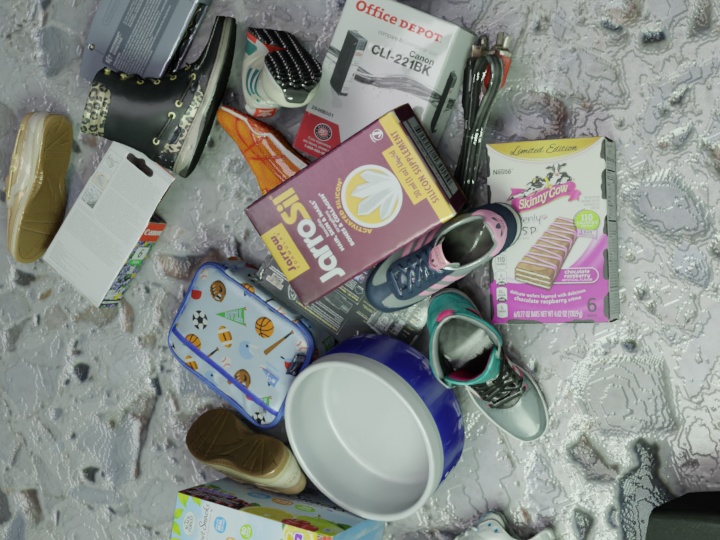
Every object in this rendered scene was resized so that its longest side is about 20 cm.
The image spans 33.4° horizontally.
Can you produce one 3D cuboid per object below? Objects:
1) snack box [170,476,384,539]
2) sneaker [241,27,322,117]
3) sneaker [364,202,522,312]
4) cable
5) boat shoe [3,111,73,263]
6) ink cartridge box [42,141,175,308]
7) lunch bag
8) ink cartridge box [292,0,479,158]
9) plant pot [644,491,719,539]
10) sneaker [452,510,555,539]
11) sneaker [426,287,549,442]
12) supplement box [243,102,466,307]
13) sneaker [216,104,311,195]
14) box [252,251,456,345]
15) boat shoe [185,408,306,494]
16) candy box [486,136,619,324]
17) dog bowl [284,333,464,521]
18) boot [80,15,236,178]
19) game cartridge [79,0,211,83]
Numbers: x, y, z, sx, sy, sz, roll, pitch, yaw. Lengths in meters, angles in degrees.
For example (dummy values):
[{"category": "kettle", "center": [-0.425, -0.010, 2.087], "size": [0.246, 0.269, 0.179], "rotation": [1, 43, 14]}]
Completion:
[{"category": "snack box", "center": [-0.093, 0.297, 1.393], "size": [0.198, 0.168, 0.068], "rotation": [12, 94, 23]}, {"category": "sneaker", "center": [-0.097, -0.213, 1.400], "size": [0.070, 0.200, 0.094], "rotation": [3, 118, -20]}, {"category": "sneaker", "center": [0.078, -0.013, 1.303], "size": [0.199, 0.082, 0.071], "rotation": [-33, 85, 22]}, {"category": "cable", "center": [0.140, -0.166, 1.342], "size": [0.050, 0.097, 0.202], "rotation": [1, 98, -15]}, {"category": "boat shoe", "center": [-0.433, -0.112, 1.583], "size": [0.069, 0.073, 0.202], "rotation": [19, 97, 32]}, {"category": "ink cartridge box", "center": [-0.313, -0.063, 1.541], "size": [0.109, 0.050, 0.201], "rotation": [38, 103, 17]}, {"category": "lunch bag", "center": [-0.134, 0.092, 1.453], "size": [0.199, 0.075, 0.161], "rotation": [38, 113, 19]}, {"category": "ink cartridge box", "center": [0.029, -0.207, 1.382], "size": [0.143, 0.084, 0.202], "rotation": [25, 99, 19]}, {"category": "plant pot", "center": [0.381, 0.317, 1.199], "size": [0.176, 0.199, 0.202], "rotation": [12, 96, 32]}, {"category": "sneaker", "center": [0.131, 0.316, 1.363], "size": [0.198, 0.075, 0.088], "rotation": [0, 83, 14]}, {"category": "sneaker", "center": [0.139, 0.114, 1.306], "size": [0.083, 0.121, 0.201], "rotation": [-37, 93, 12]}, {"category": "supplement box", "center": [-0.004, -0.073, 1.298], "size": [0.199, 0.103, 0.131], "rotation": [-32, 94, 17]}, {"category": "sneaker", "center": [-0.108, -0.126, 1.444], "size": [0.200, 0.073, 0.077], "rotation": [43, 102, 16]}, {"category": "box", "center": [0.000, 0.000, 1.391], "size": [0.199, 0.044, 0.161], "rotation": [34, 104, 2]}, {"category": "boat shoe", "center": [-0.142, 0.225, 1.447], "size": [0.199, 0.065, 0.071], "rotation": [18, 64, 51]}, {"category": "candy box", "center": [0.212, -0.043, 1.323], "size": [0.135, 0.061, 0.202], "rotation": [-2, 89, 22]}, {"category": "dog bowl", "center": [0.016, 0.176, 1.356], "size": [0.199, 0.079, 0.202], "rotation": [17, 122, 29]}, {"category": "boot", "center": [-0.245, -0.233, 1.471], "size": [0.152, 0.073, 0.205], "rotation": [20, 94, 0]}, {"category": "game cartridge", "center": [-0.275, -0.314, 1.530], "size": [0.133, 0.040, 0.201], "rotation": [33, 102, 15]}]
